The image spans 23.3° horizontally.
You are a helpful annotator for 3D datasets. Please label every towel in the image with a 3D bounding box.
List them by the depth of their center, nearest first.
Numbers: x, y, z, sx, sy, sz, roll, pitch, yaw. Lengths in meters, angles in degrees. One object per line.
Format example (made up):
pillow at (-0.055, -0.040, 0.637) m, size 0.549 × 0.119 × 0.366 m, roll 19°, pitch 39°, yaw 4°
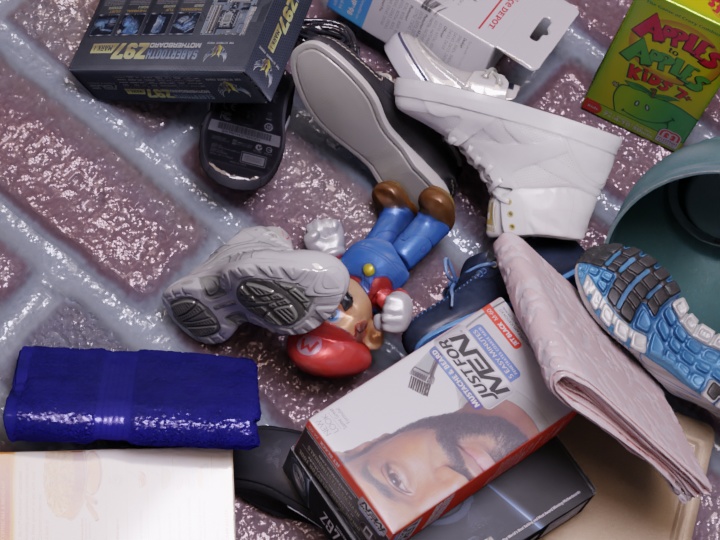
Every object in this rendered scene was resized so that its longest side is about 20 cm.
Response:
towel at (-0.179, 0.107, 1.384) m, size 0.198 × 0.148 × 0.050 m, roll 3°, pitch 108°, yaw -5°
towel at (0.188, 0.077, 1.395) m, size 0.191 × 0.032 × 0.200 m, roll 41°, pitch 17°, yaw -28°

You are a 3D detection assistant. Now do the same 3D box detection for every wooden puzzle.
wooden puzzle at (0.188, 0.187, 1.452) m, size 0.184 × 0.037 × 0.201 m, roll 19°, pitch 60°, yaw 0°

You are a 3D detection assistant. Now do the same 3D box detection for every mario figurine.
mario figurine at (0.000, 0.000, 1.459) m, size 0.106 × 0.123 × 0.201 m, roll 38°, pitch 60°, yaw -9°

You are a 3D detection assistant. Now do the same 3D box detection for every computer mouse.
computer mouse at (0.000, 0.156, 1.427) m, size 0.199 × 0.046 × 0.141 m, roll 27°, pitch 66°, yaw 4°
computer mouse at (-0.070, -0.144, 1.548) m, size 0.139 × 0.046 × 0.201 m, roll 10°, pitch 60°, yaw -10°

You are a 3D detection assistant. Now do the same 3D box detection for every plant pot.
plant pot at (0.314, -0.032, 1.496) m, size 0.199 × 0.201 × 0.134 m, roll 22°, pitch 37°, yaw 2°

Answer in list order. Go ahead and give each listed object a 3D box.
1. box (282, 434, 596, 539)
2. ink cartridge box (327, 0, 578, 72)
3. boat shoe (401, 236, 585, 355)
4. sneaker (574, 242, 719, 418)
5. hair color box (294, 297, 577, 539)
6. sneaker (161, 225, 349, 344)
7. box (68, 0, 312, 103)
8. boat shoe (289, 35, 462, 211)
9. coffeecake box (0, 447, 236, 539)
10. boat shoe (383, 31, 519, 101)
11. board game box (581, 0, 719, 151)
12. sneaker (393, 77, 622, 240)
box at (0.063, 0.166, 1.389) m, size 0.199 × 0.044 × 0.161 m, roll -27°, pitch 71°, yaw -25°
ink cartridge box at (0.085, -0.238, 1.590) m, size 0.199 × 0.067 × 0.116 m, roll 33°, pitch 48°, yaw 6°
boat shoe at (0.108, 0.021, 1.498) m, size 0.199 × 0.084 × 0.069 m, roll -22°, pitch 63°, yaw -35°
sneaker at (0.251, 0.061, 1.457) m, size 0.200 × 0.087 × 0.075 m, roll 43°, pitch 73°, yaw 2°
hair color box at (0.062, 0.119, 1.352) m, size 0.199 × 0.064 × 0.111 m, roll -32°, pitch 73°, yaw -26°
sneaker at (-0.076, -0.003, 1.418) m, size 0.078 × 0.199 × 0.100 m, roll 53°, pitch 53°, yaw -26°
box at (-0.140, -0.223, 1.513) m, size 0.199 × 0.051 × 0.159 m, roll 4°, pitch 62°, yaw 34°
boat shoe at (0.018, -0.134, 1.513) m, size 0.200 × 0.074 × 0.061 m, roll 45°, pitch 52°, yaw -21°
coffeecake box at (-0.196, 0.220, 1.349) m, size 0.198 × 0.073 × 0.155 m, roll 0°, pitch 70°, yaw -9°
boat shoe at (0.108, -0.145, 1.534) m, size 0.070 × 0.071 × 0.200 m, roll -42°, pitch 96°, yaw 18°
board game box at (0.271, -0.189, 1.539) m, size 0.101 × 0.200 × 0.048 m, roll 26°, pitch 65°, yaw 4°
sneaker at (0.111, -0.087, 1.474) m, size 0.199 × 0.074 × 0.116 m, roll 17°, pitch 97°, yaw -3°
